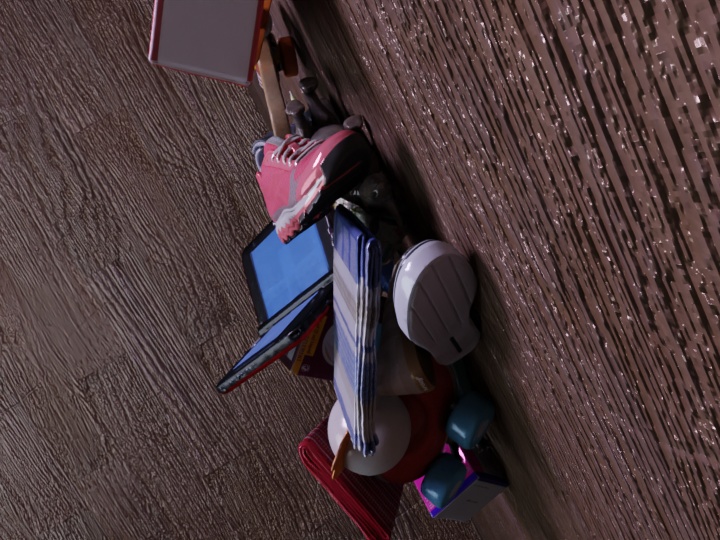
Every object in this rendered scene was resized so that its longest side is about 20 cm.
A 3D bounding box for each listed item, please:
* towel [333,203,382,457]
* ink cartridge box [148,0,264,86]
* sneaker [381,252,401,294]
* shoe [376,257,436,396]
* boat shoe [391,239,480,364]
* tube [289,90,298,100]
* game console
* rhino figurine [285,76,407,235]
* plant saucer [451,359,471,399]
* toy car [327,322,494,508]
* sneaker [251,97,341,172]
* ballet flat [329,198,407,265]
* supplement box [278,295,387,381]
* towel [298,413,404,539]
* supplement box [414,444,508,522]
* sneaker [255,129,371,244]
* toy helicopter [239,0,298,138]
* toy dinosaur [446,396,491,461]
[{"bbox_3d":[-0.006,0.050,0.600,0.147,0.023,0.207,-128,37,-71],"label":"towel"},{"bbox_3d":[-0.129,-0.247,0.552,0.200,0.081,0.149,-127,47,-69],"label":"ink cartridge box"},{"bbox_3d":[0.000,0.000,0.850,0.203,0.109,0.077,59,176,23],"label":"sneaker"},{"bbox_3d":[0.042,0.052,0.651,0.070,0.053,0.202,52,-158,-24],"label":"shoe"},{"bbox_3d":[0.056,0.023,0.543,0.072,0.071,0.201,53,175,28],"label":"boat shoe"},{"bbox_3d":[-0.056,-0.166,0.936,0.058,0.051,0.204,-27,88,54],"label":"tube"},{"bbox_3d":[-0.110,0.024,0.743,0.119,0.173,0.199,48,135,-6],"label":"game console"},{"bbox_3d":[-0.011,-0.106,0.630,0.201,0.059,0.088,51,166,35],"label":"rhino figurine"},{"bbox_3d":[0.113,0.108,0.800,0.071,0.019,0.202,59,175,41],"label":"plant saucer"},{"bbox_3d":[0.019,0.187,0.721,0.182,0.198,0.181,33,118,28],"label":"toy car"},{"bbox_3d":[-0.079,-0.152,0.803,0.077,0.112,0.200,60,176,-3],"label":"sneaker"},{"bbox_3d":[-0.008,-0.065,0.724,0.201,0.073,0.066,-124,46,-59],"label":"ballet flat"},{"bbox_3d":[-0.013,0.088,0.870,0.196,0.113,0.085,16,-171,-35],"label":"supplement box"},{"bbox_3d":[-0.007,0.248,0.780,0.145,0.022,0.200,48,-175,8],"label":"towel"},{"bbox_3d":[0.126,0.277,1.000,0.100,0.103,0.202,29,-157,-44],"label":"supplement box"},{"bbox_3d":[-0.059,-0.088,0.574,0.088,0.073,0.200,54,156,-2],"label":"sneaker"},{"bbox_3d":[-0.103,-0.229,0.709,0.134,0.076,0.204,89,167,-55],"label":"toy helicopter"},{"bbox_3d":[0.137,0.208,0.890,0.198,0.076,0.104,-9,-112,-60],"label":"toy dinosaur"}]
